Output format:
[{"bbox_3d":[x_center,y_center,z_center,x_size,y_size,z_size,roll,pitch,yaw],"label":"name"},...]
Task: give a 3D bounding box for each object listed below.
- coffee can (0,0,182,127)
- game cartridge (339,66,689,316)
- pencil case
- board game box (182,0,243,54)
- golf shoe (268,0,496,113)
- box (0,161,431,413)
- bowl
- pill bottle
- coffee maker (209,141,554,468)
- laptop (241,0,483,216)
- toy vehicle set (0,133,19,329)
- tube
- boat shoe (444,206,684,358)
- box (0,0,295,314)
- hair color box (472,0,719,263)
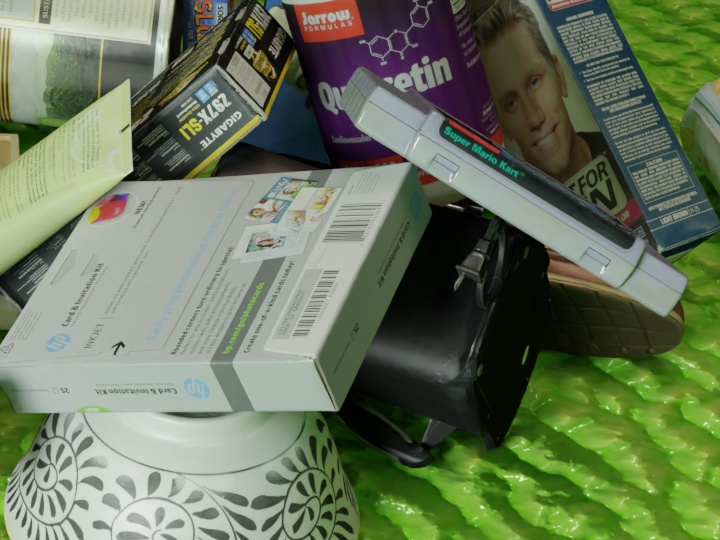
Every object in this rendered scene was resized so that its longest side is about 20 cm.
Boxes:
[{"bbox_3d":[-0.226,-0.174,1.600,0.198,0.147,0.147,6,32,-2],"label":"coffee can"},{"bbox_3d":[0.082,-0.047,1.257,0.199,0.039,0.130,31,2,-9],"label":"game cartridge"},{"bbox_3d":[0.286,-0.057,1.580,0.090,0.084,0.201,20,26,-23],"label":"pencil case"},{"bbox_3d":[-0.102,-0.199,1.675,0.034,0.136,0.201,4,33,2],"label":"board game box"},{"bbox_3d":[0.026,-0.189,1.550,0.199,0.079,0.097,-29,57,-15],"label":"golf shoe"},{"bbox_3d":[-0.078,0.010,1.219,0.198,0.041,0.156,-2,40,26],"label":"box"},{"bbox_3d":[-0.095,0.095,1.256,0.199,0.095,0.201,4,32,-3],"label":"bowl"},{"bbox_3d":[0.016,-0.142,1.436,0.111,0.202,0.113,-16,17,5],"label":"pill bottle"},{"bbox_3d":[0.000,0.000,1.334,0.198,0.193,0.135,17,49,18],"label":"coffee maker"},{"bbox_3d":[-0.007,-0.086,1.537,0.186,0.117,0.200,13,33,10],"label":"laptop"},{"bbox_3d":[-0.279,-0.029,1.474,0.123,0.027,0.201,1,33,-10],"label":"toy vehicle set"},{"bbox_3d":[-0.202,-0.030,1.321,0.058,0.199,0.052,59,24,9],"label":"tube"},{"bbox_3d":[0.110,0.000,1.446,0.198,0.072,0.068,14,56,5],"label":"boat shoe"},{"bbox_3d":[-0.133,-0.072,1.410,0.049,0.200,0.160,47,18,-14],"label":"box"},{"bbox_3d":[0.145,-0.089,1.497,0.060,0.100,0.201,-18,77,-34],"label":"hair color box"}]
